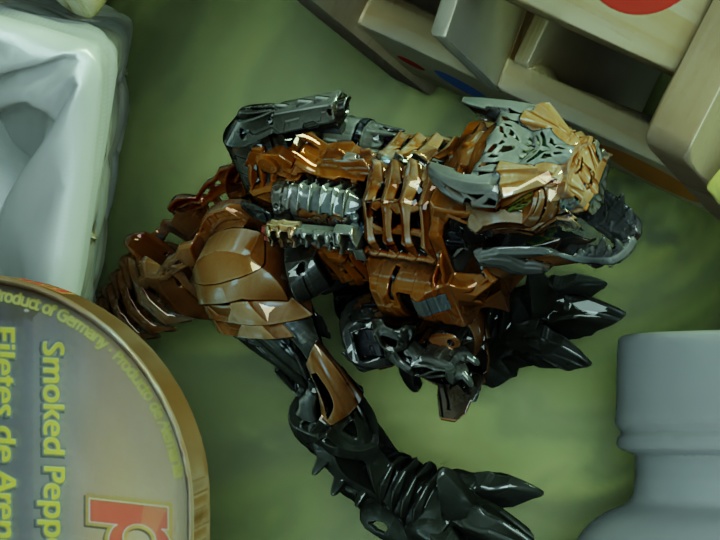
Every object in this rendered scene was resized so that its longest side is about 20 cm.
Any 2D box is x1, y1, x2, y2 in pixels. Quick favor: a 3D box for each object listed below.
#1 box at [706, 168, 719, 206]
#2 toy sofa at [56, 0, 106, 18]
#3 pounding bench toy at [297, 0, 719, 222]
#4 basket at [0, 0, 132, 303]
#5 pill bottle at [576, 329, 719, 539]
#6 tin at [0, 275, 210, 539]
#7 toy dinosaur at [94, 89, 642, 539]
[{"bbox_3d":[0.177,0.022,0.713,0.200,0.075,0.050,32,103,-39],"label":"box"},{"bbox_3d":[-0.133,-0.141,0.731,0.199,0.098,0.083,26,70,17],"label":"toy sofa"},{"bbox_3d":[0.096,-0.126,0.756,0.155,0.124,0.201,26,88,24],"label":"pounding bench toy"},{"bbox_3d":[-0.139,0.012,0.760,0.135,0.123,0.201,12,104,1],"label":"basket"},{"bbox_3d":[0.115,0.118,0.771,0.119,0.120,0.201,0,87,2],"label":"pill bottle"},{"bbox_3d":[-0.089,0.101,0.675,0.111,0.042,0.201,0,91,12],"label":"tin"},{"bbox_3d":[0.000,0.000,0.766,0.136,0.200,0.102,46,74,-30],"label":"toy dinosaur"}]
